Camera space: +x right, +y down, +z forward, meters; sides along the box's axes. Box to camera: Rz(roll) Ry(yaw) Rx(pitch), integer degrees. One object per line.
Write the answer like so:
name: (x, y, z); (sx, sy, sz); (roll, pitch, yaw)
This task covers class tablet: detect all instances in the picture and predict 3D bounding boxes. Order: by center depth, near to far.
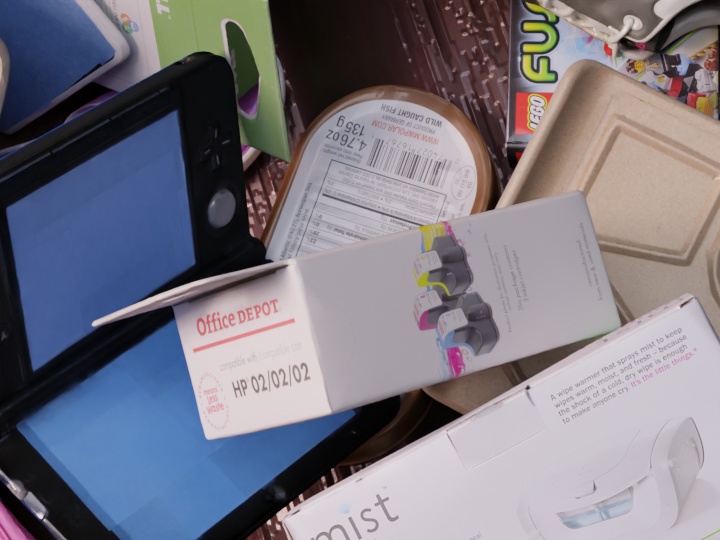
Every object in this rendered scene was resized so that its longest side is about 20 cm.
tablet: (-0.213, -0.166, 1.044); (0.200, 0.130, 0.014); (51, 49, -13)

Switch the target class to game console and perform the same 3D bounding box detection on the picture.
game console: (-0.084, 0.021, 0.933); (0.118, 0.172, 0.200); (19, 38, 33)

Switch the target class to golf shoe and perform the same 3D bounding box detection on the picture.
golf shoe: (0.115, -0.149, 1.019); (0.199, 0.077, 0.089); (-4, 81, 7)

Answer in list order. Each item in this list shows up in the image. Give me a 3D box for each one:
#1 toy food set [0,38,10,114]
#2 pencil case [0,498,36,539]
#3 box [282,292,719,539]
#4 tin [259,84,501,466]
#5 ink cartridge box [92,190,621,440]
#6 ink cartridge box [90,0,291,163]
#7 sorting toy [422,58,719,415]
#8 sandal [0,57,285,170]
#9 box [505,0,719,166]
toy food set: (-0.248, -0.072, 1.023); (0.143, 0.060, 0.201); (44, 126, 37)
pencil case: (-0.197, 0.139, 1.009); (0.091, 0.094, 0.200); (-28, 71, -38)
box: (0.096, 0.134, 0.877); (0.199, 0.097, 0.177); (-29, 84, 6)
tin: (0.000, 0.000, 1.050); (0.111, 0.042, 0.201); (17, 78, 16)
ink cartridge box: (-0.002, 0.024, 0.897); (0.199, 0.115, 0.068); (-13, 87, -32)
ink cartridge box: (-0.103, -0.141, 1.038); (0.199, 0.104, 0.059); (24, 50, 28)
sorting toy: (0.153, 0.019, 1.008); (0.199, 0.036, 0.186); (27, 90, 4)
sandal: (-0.129, -0.060, 1.075); (0.202, 0.050, 0.083); (-30, 74, -2)
box: (0.133, -0.153, 1.074); (0.109, 0.035, 0.201); (0, 75, 8)
